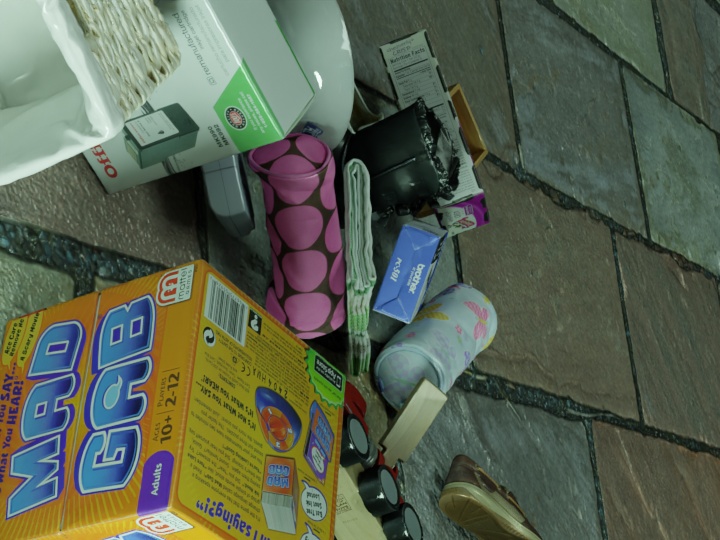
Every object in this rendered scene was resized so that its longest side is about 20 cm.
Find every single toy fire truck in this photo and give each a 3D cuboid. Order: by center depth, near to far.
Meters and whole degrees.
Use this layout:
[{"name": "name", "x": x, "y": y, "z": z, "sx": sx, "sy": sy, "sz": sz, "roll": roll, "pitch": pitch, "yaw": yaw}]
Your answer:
[{"name": "toy fire truck", "x": 0.006, "y": 0.170, "z": 1.637, "sx": 0.177, "sy": 0.128, "sz": 0.201, "roll": 59, "pitch": 20, "yaw": -24}]

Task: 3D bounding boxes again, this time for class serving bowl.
[{"name": "serving bowl", "x": -0.085, "y": -0.205, "z": 1.610, "sx": 0.065, "sy": 0.200, "sz": 0.202, "roll": -15, "pitch": 89, "yaw": -28}]

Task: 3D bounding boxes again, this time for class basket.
[{"name": "basket", "x": -0.269, "y": -0.183, "z": 1.231, "sx": 0.199, "sy": 0.198, "sz": 0.161, "roll": 64, "pitch": 28, "yaw": -18}]

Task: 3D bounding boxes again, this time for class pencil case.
[{"name": "pencil case", "x": -0.061, "y": -0.035, "z": 1.583, "sx": 0.091, "sy": 0.093, "sz": 0.202, "roll": -37, "pitch": 137, "yaw": -39}, {"name": "pencil case", "x": 0.088, "y": 0.088, "z": 1.844, "sx": 0.200, "sy": 0.082, "sz": 0.092, "roll": -44, "pitch": 120, "yaw": -58}]

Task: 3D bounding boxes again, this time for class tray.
[{"name": "tray", "x": 0.095, "y": -0.149, "z": 2.027, "sx": 0.099, "sy": 0.037, "sz": 0.200, "roll": 65, "pitch": 29, "yaw": -15}]

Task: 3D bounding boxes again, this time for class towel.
[{"name": "towel", "x": 0.000, "y": 0.000, "z": 1.679, "sx": 0.201, "sy": 0.030, "sz": 0.151, "roll": 89, "pitch": 0, "yaw": -60}]

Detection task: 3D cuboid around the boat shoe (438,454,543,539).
[{"name": "boat shoe", "x": 0.160, "y": 0.278, "z": 1.892, "sx": 0.200, "sy": 0.072, "sz": 0.072, "roll": 42, "pitch": 43, "yaw": -35}]

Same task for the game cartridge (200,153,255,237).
[{"name": "game cartridge", "x": -0.137, "y": -0.140, "z": 1.553, "sx": 0.133, "sy": 0.041, "sz": 0.202, "roll": 53, "pitch": 25, "yaw": -80}]

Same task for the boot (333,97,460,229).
[{"name": "boot", "x": 0.004, "y": -0.139, "z": 1.727, "sx": 0.200, "sy": 0.161, "sz": 0.073, "roll": 64, "pitch": 29, "yaw": -17}]

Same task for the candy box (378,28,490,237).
[{"name": "candy box", "x": 0.084, "y": -0.152, "z": 1.853, "sx": 0.136, "sy": 0.060, "sz": 0.202, "roll": 60, "pitch": 12, "yaw": -75}]

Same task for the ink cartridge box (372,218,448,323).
[{"name": "ink cartridge box", "x": 0.056, "y": -0.002, "z": 1.755, "sx": 0.200, "sy": 0.044, "sz": 0.095, "roll": -37, "pitch": 148, "yaw": -84}]

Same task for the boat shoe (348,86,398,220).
[{"name": "boat shoe", "x": 0.006, "y": -0.149, "z": 1.815, "sx": 0.203, "sy": 0.085, "sz": 0.075, "roll": 61, "pitch": 31, "yaw": -21}]

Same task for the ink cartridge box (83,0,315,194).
[{"name": "ink cartridge box", "x": -0.162, "y": -0.164, "z": 1.410, "sx": 0.147, "sy": 0.199, "sz": 0.084, "roll": 60, "pitch": 34, "yaw": -23}]

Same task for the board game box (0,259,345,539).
[{"name": "board game box", "x": -0.151, "y": 0.146, "z": 1.269, "sx": 0.200, "sy": 0.198, "sz": 0.201, "roll": 42, "pitch": 42, "yaw": -44}]
